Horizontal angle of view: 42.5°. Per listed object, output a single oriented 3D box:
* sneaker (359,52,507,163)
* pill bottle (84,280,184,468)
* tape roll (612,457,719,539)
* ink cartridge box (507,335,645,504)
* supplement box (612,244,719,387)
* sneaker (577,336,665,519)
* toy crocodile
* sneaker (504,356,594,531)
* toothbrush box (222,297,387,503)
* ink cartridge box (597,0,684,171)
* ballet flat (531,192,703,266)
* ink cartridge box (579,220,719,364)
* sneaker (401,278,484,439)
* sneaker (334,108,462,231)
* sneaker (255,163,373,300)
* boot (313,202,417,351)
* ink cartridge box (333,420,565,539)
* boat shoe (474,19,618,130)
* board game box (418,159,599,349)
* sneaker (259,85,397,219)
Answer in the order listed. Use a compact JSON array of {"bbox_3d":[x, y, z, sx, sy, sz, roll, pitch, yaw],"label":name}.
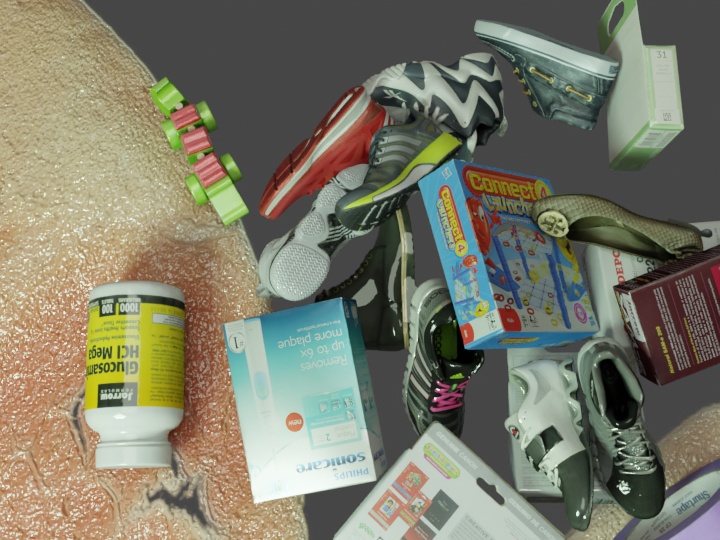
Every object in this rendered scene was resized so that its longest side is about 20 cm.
[{"bbox_3d":[0.092,-0.186,1.147,0.195,0.080,0.132,-11,68,-13],"label":"sneaker"},{"bbox_3d":[-0.257,0.121,1.059,0.110,0.113,0.204,-2,77,-1],"label":"pill bottle"},{"bbox_3d":[0.352,0.278,0.979,0.199,0.200,0.066,-38,80,-8],"label":"tape roll"},{"bbox_3d":[0.253,0.171,1.094,0.159,0.057,0.203,0,57,0],"label":"ink cartridge box"},{"bbox_3d":[0.385,0.035,0.993,0.197,0.061,0.111,-20,95,-1],"label":"supplement box"},{"bbox_3d":[0.274,0.174,0.971,0.074,0.115,0.204,-18,88,9],"label":"sneaker"},{"bbox_3d":[-0.199,-0.149,1.148,0.067,0.062,0.202,-26,79,-6],"label":"toy crocodile"},{"bbox_3d":[0.205,0.191,1.019,0.087,0.075,0.203,-2,51,-2],"label":"sneaker"},{"bbox_3d":[-0.061,0.144,1.043,0.144,0.085,0.204,-11,86,10],"label":"toothbrush box"},{"bbox_3d":[0.337,-0.240,1.127,0.047,0.146,0.204,1,76,-3],"label":"ink cartridge box"},{"bbox_3d":[0.288,-0.040,1.040,0.196,0.068,0.047,14,61,0],"label":"ballet flat"},{"bbox_3d":[0.372,0.027,1.089,0.196,0.084,0.147,-5,68,0],"label":"ink cartridge box"},{"bbox_3d":[0.096,0.116,1.045,0.072,0.087,0.204,-5,104,-20],"label":"sneaker"},{"bbox_3d":[0.031,-0.116,1.063,0.081,0.074,0.199,44,51,8],"label":"sneaker"},{"bbox_3d":[-0.053,-0.043,1.095,0.075,0.114,0.201,44,65,-14],"label":"sneaker"},{"bbox_3d":[0.000,0.000,1.111,0.135,0.078,0.204,-7,76,3],"label":"boot"},{"bbox_3d":[0.098,0.300,1.033,0.200,0.084,0.176,42,80,8],"label":"ink cartridge box"},{"bbox_3d":[0.220,-0.249,1.170,0.198,0.070,0.092,28,115,27],"label":"boat shoe"},{"bbox_3d":[0.171,-0.014,1.051,0.056,0.198,0.199,-29,69,39],"label":"board game box"},{"bbox_3d":[-0.027,-0.115,1.132,0.115,0.079,0.200,38,109,-20],"label":"sneaker"}]
